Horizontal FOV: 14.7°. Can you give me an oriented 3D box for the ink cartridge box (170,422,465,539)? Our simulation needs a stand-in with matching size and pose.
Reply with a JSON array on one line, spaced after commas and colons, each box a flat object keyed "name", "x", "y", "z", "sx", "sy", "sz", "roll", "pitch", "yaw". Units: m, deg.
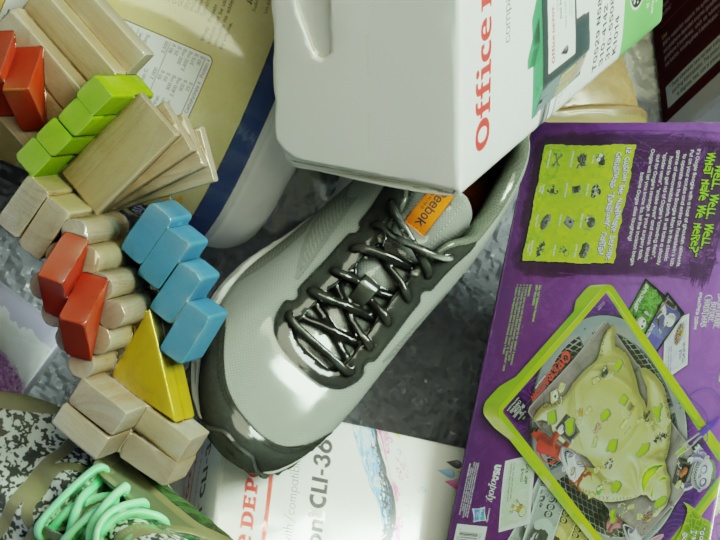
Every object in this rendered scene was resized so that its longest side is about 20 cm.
[{"name": "ink cartridge box", "x": -0.016, "y": 0.127, "z": 1.160, "sx": 0.199, "sy": 0.068, "sz": 0.117, "roll": 12, "pitch": 67, "yaw": -15}]

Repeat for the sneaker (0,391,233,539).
[{"name": "sneaker", "x": -0.086, "y": 0.105, "z": 1.067, "sx": 0.200, "sy": 0.089, "sz": 0.077, "roll": 35, "pitch": 71, "yaw": 11}]

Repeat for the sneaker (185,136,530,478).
[{"name": "sneaker", "x": 0.000, "y": 0.000, "z": 1.137, "sx": 0.074, "sy": 0.079, "sz": 0.200, "roll": 43, "pitch": 60, "yaw": -9}]

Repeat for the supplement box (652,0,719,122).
[{"name": "supplement box", "x": 0.182, "y": -0.169, "z": 1.325, "sx": 0.061, "sy": 0.109, "sz": 0.201, "roll": 2, "pitch": 70, "yaw": -19}]

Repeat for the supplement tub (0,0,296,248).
[{"name": "supplement tub", "x": -0.114, "y": -0.108, "z": 1.173, "sx": 0.199, "sy": 0.144, "sz": 0.145, "roll": 23, "pitch": 64, "yaw": -10}]

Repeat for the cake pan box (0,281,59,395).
[{"name": "cake pan box", "x": -0.248, "y": 0.040, "z": 1.121, "sx": 0.200, "sy": 0.052, "sz": 0.184, "roll": 38, "pitch": 60, "yaw": -3}]

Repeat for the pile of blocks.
[{"name": "pile of blocks", "x": -0.098, "y": -0.015, "z": 1.063, "sx": 0.082, "sy": 0.062, "sz": 0.201, "roll": -18, "pitch": 90, "yaw": 17}]

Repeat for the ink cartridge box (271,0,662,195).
[{"name": "ink cartridge box", "x": 0.048, "y": -0.136, "z": 1.125, "sx": 0.084, "sy": 0.147, "sz": 0.200, "roll": 13, "pitch": 31, "yaw": 26}]

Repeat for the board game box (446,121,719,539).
[{"name": "board game box", "x": 0.107, "y": 0.036, "z": 1.129, "sx": 0.032, "sy": 0.120, "sz": 0.201, "roll": 31, "pitch": 67, "yaw": -48}]

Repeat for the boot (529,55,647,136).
[{"name": "boot", "x": 0.043, "y": -0.142, "z": 1.294, "sx": 0.174, "sy": 0.066, "sz": 0.201, "roll": 0, "pitch": 69, "yaw": -29}]
